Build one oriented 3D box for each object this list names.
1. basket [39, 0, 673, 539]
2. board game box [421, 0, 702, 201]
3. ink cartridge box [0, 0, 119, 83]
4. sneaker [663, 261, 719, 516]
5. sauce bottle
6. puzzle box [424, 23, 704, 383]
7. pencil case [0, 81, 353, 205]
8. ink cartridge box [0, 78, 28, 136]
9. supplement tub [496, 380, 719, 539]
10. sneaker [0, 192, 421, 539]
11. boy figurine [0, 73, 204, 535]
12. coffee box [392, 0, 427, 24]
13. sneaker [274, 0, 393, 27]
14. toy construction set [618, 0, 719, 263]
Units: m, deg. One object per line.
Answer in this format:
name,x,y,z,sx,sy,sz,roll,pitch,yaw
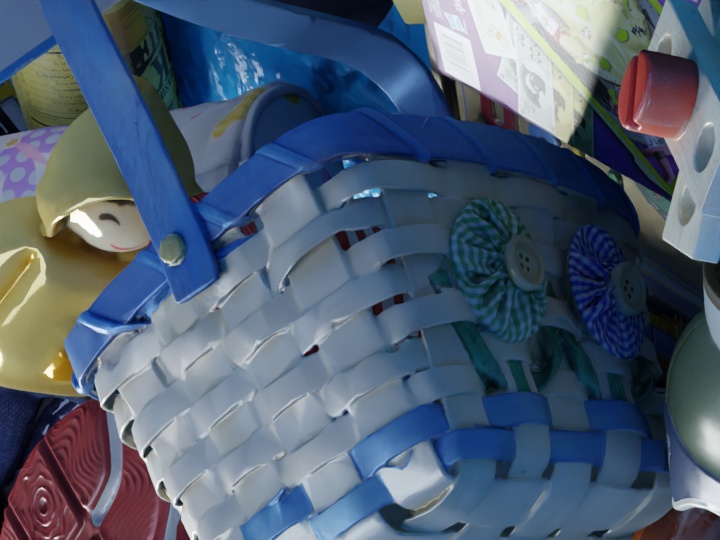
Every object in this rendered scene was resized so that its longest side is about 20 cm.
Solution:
basket,0.000,0.000,0.838,0.139,0.176,0.200,-42,61,26
board game box,0.052,-0.103,0.744,0.120,0.032,0.200,37,157,36
ink cartridge box,-0.172,-0.150,0.989,0.200,0.128,0.126,23,144,49
sneaker,0.170,0.068,0.772,0.200,0.067,0.090,27,130,11
sauce bottle,-0.104,-0.074,1.144,0.065,0.065,0.200,36,153,33
puzzle box,0.101,-0.004,0.913,0.200,0.025,0.133,35,152,34
pencil case,-0.102,-0.018,1.090,0.199,0.084,0.091,-7,162,25
ink cartridge box,-0.185,-0.038,1.239,0.200,0.175,0.084,52,140,-1
supplement tub,0.089,0.089,0.903,0.200,0.107,0.107,22,143,51
sneaker,-0.039,0.062,0.984,0.200,0.115,0.078,-57,50,32
boy figurine,-0.094,0.019,1.011,0.124,0.065,0.200,14,132,-16
coffee box,0.048,-0.130,0.805,0.200,0.044,0.123,7,132,59
sneaker,-0.047,-0.130,0.894,0.200,0.082,0.070,18,-146,-44
toy construction set,0.134,-0.015,0.672,0.199,0.132,0.092,23,132,-25
